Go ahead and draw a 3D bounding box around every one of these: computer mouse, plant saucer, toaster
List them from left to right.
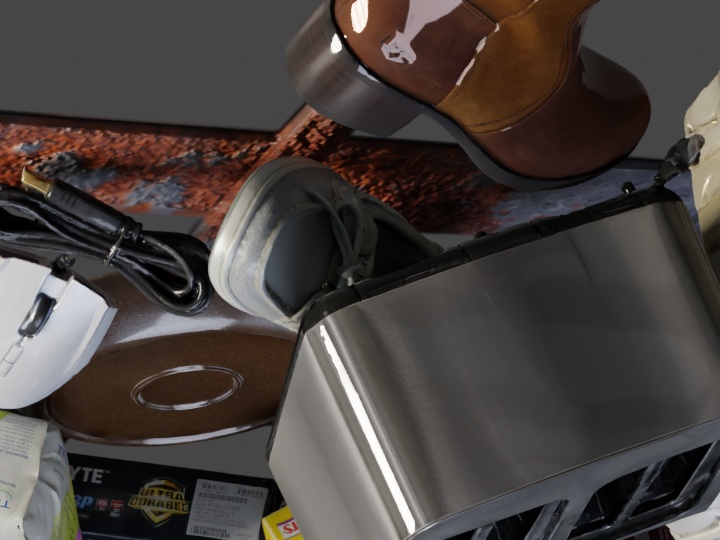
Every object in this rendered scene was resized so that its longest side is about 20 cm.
[{"bbox_3d":[-0.149,0.023,1.329,0.110,0.044,0.200,23,148,-15],"label":"computer mouse"},{"bbox_3d":[-0.089,0.047,1.463,0.200,0.032,0.200,-8,156,-3],"label":"plant saucer"},{"bbox_3d":[0.066,0.057,1.249,0.181,0.119,0.200,-19,160,-16],"label":"toaster"}]

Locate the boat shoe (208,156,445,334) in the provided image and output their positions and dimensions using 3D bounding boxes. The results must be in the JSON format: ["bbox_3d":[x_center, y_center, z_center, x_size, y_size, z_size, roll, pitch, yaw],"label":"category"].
[{"bbox_3d":[0.000,0.002,1.309,0.065,0.075,0.202,23,177,28],"label":"boat shoe"}]

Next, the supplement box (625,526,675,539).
[{"bbox_3d":[0.224,0.100,1.609,0.086,0.111,0.200,4,154,-29],"label":"supplement box"}]

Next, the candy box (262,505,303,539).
[{"bbox_3d":[0.003,0.160,1.565,0.102,0.026,0.200,-25,152,-11],"label":"candy box"}]

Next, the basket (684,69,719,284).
[{"bbox_3d":[0.232,-0.051,1.229,0.123,0.136,0.200,1,155,-19],"label":"basket"}]

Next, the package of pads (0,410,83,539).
[{"bbox_3d":[-0.219,0.127,1.475,0.154,0.068,0.200,12,154,6],"label":"package of pads"}]

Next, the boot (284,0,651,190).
[{"bbox_3d":[0.096,-0.118,1.139,0.188,0.069,0.200,18,138,-36],"label":"boot"}]

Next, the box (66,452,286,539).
[{"bbox_3d":[-0.100,0.155,1.628,0.159,0.046,0.200,6,161,16],"label":"box"}]

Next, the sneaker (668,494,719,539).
[{"bbox_3d":[0.204,0.159,1.464,0.200,0.116,0.074,30,145,-25],"label":"sneaker"}]
